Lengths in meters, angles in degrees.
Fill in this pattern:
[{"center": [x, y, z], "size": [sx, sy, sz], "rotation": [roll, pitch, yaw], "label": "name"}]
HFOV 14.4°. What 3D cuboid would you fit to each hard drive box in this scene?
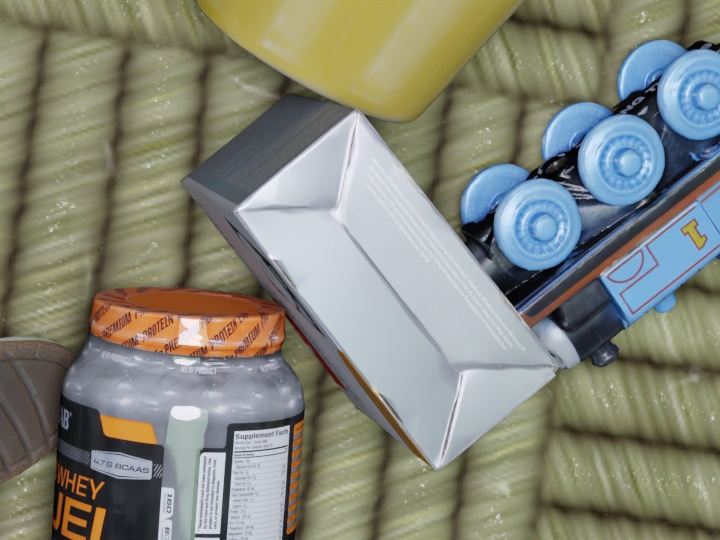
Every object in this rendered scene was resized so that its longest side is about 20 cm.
[{"center": [0.000, 0.000, 1.370], "size": [0.077, 0.200, 0.156], "rotation": [-39, 100, -4], "label": "hard drive box"}]

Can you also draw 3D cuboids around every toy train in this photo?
[{"center": [0.141, -0.033, 1.452], "size": [0.200, 0.087, 0.114], "rotation": [-39, 107, -6], "label": "toy train"}]

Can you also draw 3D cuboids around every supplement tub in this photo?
[{"center": [-0.091, 0.114, 1.400], "size": [0.122, 0.123, 0.201], "rotation": [3, 97, -11], "label": "supplement tub"}]

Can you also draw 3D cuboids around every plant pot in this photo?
[{"center": [0.018, -0.183, 1.369], "size": [0.200, 0.201, 0.189], "rotation": [28, 104, -12], "label": "plant pot"}]

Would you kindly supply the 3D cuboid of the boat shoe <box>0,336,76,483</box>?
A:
[{"center": [-0.233, 0.082, 1.402], "size": [0.199, 0.076, 0.072], "rotation": [-21, 103, -31], "label": "boat shoe"}]
